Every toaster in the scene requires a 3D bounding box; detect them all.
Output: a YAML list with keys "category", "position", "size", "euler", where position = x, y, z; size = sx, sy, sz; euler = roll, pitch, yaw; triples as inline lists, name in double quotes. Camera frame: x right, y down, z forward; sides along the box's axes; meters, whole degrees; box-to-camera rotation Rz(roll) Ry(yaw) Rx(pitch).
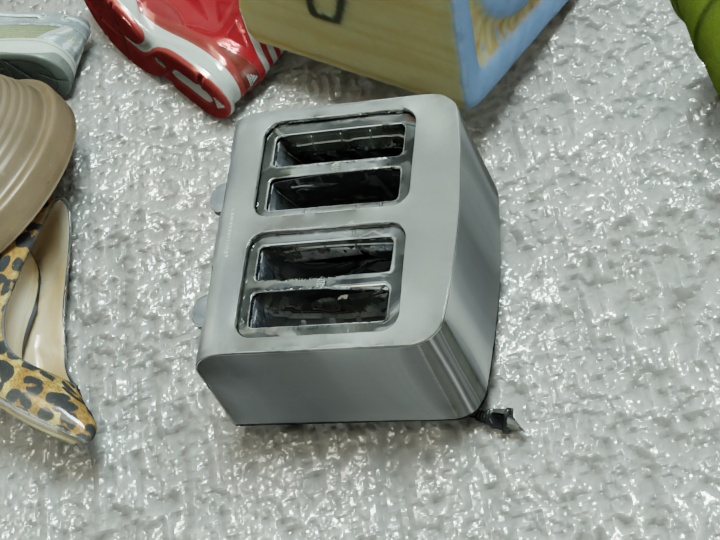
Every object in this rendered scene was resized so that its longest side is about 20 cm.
- category: "toaster"
  position: [0.000, 0.000, 0.808]
  size: [0.198, 0.119, 0.182]
  euler: [-3, 61, 18]

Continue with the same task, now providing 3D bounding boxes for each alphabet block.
- category: "alphabet block"
  position: [0.032, -0.261, 0.878]
  size: [0.199, 0.197, 0.196]
  euler: [24, 56, 30]

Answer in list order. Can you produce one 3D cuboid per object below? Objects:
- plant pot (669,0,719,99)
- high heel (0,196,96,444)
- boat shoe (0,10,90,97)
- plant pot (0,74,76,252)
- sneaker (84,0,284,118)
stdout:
- category: "plant pot"
  position: [0.297, -0.106, 0.729]
  size: [0.198, 0.200, 0.195]
  euler: [-15, 69, 12]
- category: "high heel"
  position: [-0.214, 0.029, 0.896]
  size: [0.199, 0.071, 0.143]
  euler: [28, 80, 40]
- category: "boat shoe"
  position: [-0.321, -0.188, 1.066]
  size: [0.200, 0.075, 0.065]
  euler: [6, 58, 19]
- category: "plant pot"
  position: [-0.317, -0.084, 0.957]
  size: [0.199, 0.093, 0.202]
  euler: [-22, 41, 21]
- category: "sneaker"
  position: [-0.132, -0.210, 1.016]
  size: [0.115, 0.079, 0.200]
  euler: [-42, 68, -17]
